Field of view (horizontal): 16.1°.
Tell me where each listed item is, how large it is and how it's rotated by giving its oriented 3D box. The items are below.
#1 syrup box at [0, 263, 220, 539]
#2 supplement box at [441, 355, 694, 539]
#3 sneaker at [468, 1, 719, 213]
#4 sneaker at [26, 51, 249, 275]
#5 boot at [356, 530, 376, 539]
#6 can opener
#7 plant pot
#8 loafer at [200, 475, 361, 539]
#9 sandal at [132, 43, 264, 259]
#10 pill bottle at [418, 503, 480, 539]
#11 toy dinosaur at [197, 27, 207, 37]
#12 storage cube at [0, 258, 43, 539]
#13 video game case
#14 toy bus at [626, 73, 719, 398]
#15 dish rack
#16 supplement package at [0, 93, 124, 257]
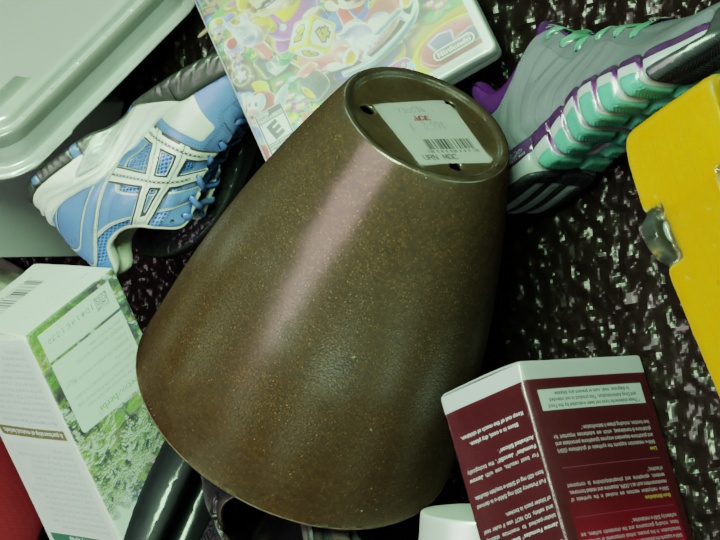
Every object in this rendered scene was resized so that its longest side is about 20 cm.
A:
[{"bbox_3d":[-0.159,0.102,1.531,0.081,0.079,0.201,3,123,45],"label":"syrup box"},{"bbox_3d":[0.120,0.148,1.307,0.061,0.108,0.202,-27,72,39],"label":"supplement box"},{"bbox_3d":[0.124,-0.108,1.322,0.200,0.074,0.088,-34,64,40],"label":"sneaker"},{"bbox_3d":[-0.102,-0.071,1.487,0.199,0.076,0.077,-34,88,27],"label":"sneaker"},{"bbox_3d":[-0.038,0.182,1.480,0.198,0.073,0.164,127,139,-55],"label":"boot"},{"bbox_3d":[-0.088,0.088,1.498,0.078,0.063,0.202,1,70,47],"label":"can opener"},{"bbox_3d":[0.000,0.000,1.343,0.187,0.186,0.201,50,131,30],"label":"plant pot"},{"bbox_3d":[-0.045,0.134,1.365,0.072,0.063,0.200,-50,48,21],"label":"loafer"},{"bbox_3d":[-0.073,-0.091,1.533,0.075,0.048,0.201,38,104,37],"label":"sandal"},{"bbox_3d":[0.064,0.229,1.360,0.110,0.110,0.202,3,94,43],"label":"pill bottle"},{"bbox_3d":[-0.054,-0.242,1.510,0.101,0.058,0.202,-15,72,57],"label":"toy dinosaur"},{"bbox_3d":[-0.301,0.079,1.648,0.170,0.199,0.181,28,104,40],"label":"storage cube"},{"bbox_3d":[-0.024,-0.169,1.412,0.143,0.018,0.201,-29,69,11],"label":"video game case"},{"bbox_3d":[0.198,0.006,1.248,0.065,0.078,0.201,-34,68,37],"label":"toy bus"},{"bbox_3d":[-0.216,-0.147,1.559,0.171,0.200,0.044,18,142,33],"label":"dish rack"},{"bbox_3d":[-0.266,-0.096,1.665,0.199,0.109,0.115,31,112,39],"label":"supplement package"}]
